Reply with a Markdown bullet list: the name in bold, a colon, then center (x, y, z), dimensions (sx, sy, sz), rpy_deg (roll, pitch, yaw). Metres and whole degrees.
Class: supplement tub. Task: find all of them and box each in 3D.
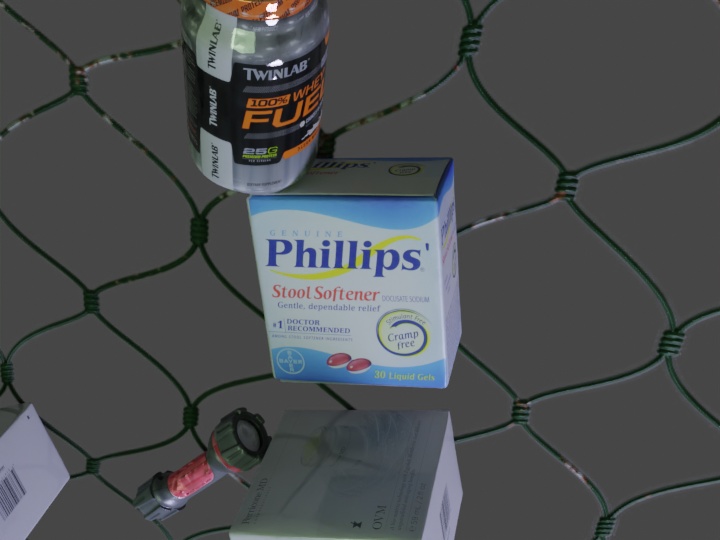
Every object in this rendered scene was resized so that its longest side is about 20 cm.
- **supplement tub**: center (-0.089, -0.172, 0.780), dimensions (0.121, 0.124, 0.201), rpy_deg (16, 143, 6)

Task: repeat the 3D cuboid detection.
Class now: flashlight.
- **flashlight**: center (-0.192, 0.235, 1.094), dimensions (0.199, 0.068, 0.068), rpy_deg (-35, 106, 27)

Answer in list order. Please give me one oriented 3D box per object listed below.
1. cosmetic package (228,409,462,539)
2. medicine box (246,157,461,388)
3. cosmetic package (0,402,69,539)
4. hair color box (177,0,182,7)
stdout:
- **cosmetic package**: center (-0.007, 0.252, 0.977), dimensions (0.196, 0.200, 0.125), rpy_deg (-4, 118, 16)
- **medicine box**: center (0.000, 0.000, 0.898), dimensions (0.179, 0.103, 0.203), rpy_deg (1, 119, 14)
- **cosmetic package**: center (-0.497, 0.278, 1.111), dimensions (0.197, 0.200, 0.125), rpy_deg (-10, 115, 19)
- **hair color box**: center (-0.095, -0.312, 0.780), dimensions (0.199, 0.061, 0.100), rpy_deg (-34, 105, 28)
